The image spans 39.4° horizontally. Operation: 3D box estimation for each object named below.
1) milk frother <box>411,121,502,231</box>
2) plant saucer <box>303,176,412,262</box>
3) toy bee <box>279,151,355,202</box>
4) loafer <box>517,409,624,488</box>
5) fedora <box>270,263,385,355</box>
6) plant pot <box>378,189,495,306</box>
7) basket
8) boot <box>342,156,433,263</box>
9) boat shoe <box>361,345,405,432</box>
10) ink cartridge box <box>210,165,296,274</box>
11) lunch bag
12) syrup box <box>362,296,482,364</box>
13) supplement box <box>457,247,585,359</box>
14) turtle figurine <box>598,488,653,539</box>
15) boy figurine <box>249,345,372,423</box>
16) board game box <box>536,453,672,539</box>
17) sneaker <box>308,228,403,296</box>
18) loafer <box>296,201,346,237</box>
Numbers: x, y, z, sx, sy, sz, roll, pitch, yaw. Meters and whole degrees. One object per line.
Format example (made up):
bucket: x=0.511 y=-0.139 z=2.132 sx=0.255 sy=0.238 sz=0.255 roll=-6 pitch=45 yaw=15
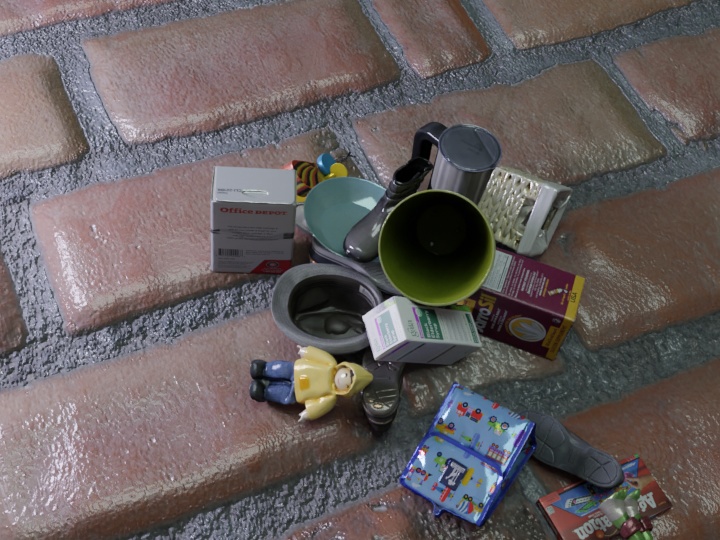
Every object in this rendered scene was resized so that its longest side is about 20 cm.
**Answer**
milk frother: x=0.140 y=-0.152 z=1.856 sx=0.180 sy=0.188 sz=0.200 roll=27 pitch=55 yaw=12
plant saucer: x=-0.008 y=-0.081 z=1.786 sx=0.200 sy=0.039 sz=0.202 roll=10 pitch=48 yaw=-12
toy bee: x=-0.059 y=-0.164 z=1.889 sx=0.199 sy=0.131 sz=0.109 roll=-21 pitch=84 yaw=-33
loafer: x=0.340 y=0.297 z=1.643 sx=0.200 sy=0.063 sz=0.072 roll=30 pitch=87 yaw=33
fedora: x=-0.053 y=0.081 z=1.721 sx=0.199 sy=0.090 sz=0.177 roll=4 pitch=54 yaw=-2
plant pot: x=0.133 y=-0.053 z=1.690 sx=0.186 sy=0.188 sz=0.200 roll=17 pitch=12 yaw=4
basket: x=0.294 y=-0.112 z=1.831 sx=0.123 sy=0.136 sz=0.200 roll=26 pitch=12 yaw=15
boot: x=0.045 y=-0.110 z=1.712 sx=0.070 sy=0.132 sz=0.200 roll=31 pitch=48 yaw=8
boat shoe: x=0.035 y=0.189 z=1.671 sx=0.074 sy=0.074 sz=0.200 roll=7 pitch=34 yaw=7
ink cartridge box: x=-0.187 y=-0.086 z=1.754 sx=0.144 sy=0.200 sz=0.084 roll=2 pitch=54 yaw=-7
lunch bag: x=0.167 y=0.306 z=1.596 sx=0.150 sy=0.094 sz=0.200 roll=25 pitch=65 yaw=25
syrup box: x=0.104 y=0.102 z=1.671 sx=0.200 sy=0.081 sz=0.079 roll=10 pitch=55 yaw=-46
supplement box: x=0.274 y=0.053 z=1.763 sx=0.199 sy=0.131 sz=0.103 roll=19 pitch=54 yaw=7
turtle figurine: x=0.461 y=0.408 z=1.503 sx=0.143 sy=0.200 sz=0.194 roll=-13 pitch=56 yaw=-29
boy figurine: x=-0.078 y=0.183 z=1.616 sx=0.199 sy=0.064 sz=0.125 roll=-1 pitch=78 yaw=23
board game box: x=0.393 y=0.376 z=1.618 sx=0.199 sy=0.019 sz=0.103 roll=-19 pitch=60 yaw=-20
sneaker: x=0.000 y=0.000 z=1.797 sx=0.199 sy=0.080 sz=0.079 roll=28 pitch=47 yaw=7
loafer: x=-0.039 y=-0.078 z=1.842 sx=0.199 sy=0.070 sz=0.070 roll=19 pitch=88 yaw=7
